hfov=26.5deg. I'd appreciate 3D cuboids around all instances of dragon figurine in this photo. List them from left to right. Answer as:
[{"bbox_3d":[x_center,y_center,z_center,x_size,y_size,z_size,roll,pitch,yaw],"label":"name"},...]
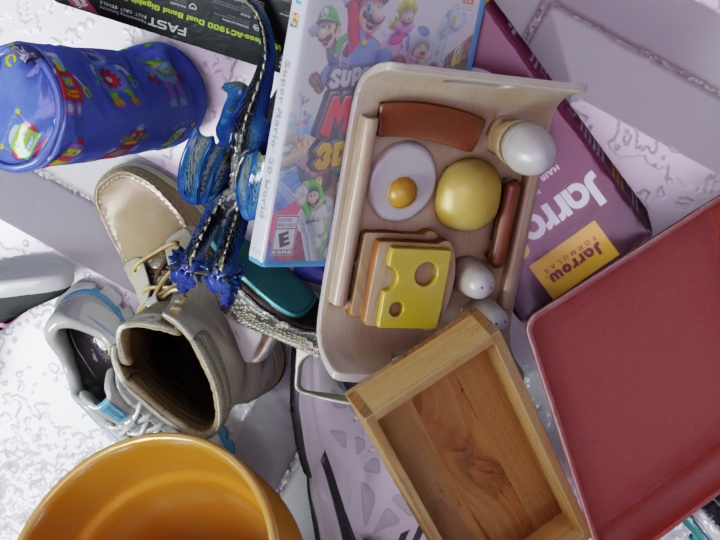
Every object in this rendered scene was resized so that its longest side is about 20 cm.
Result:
[{"bbox_3d":[-0.077,-0.069,0.955,0.059,0.100,0.200,18,131,4],"label":"dragon figurine"}]

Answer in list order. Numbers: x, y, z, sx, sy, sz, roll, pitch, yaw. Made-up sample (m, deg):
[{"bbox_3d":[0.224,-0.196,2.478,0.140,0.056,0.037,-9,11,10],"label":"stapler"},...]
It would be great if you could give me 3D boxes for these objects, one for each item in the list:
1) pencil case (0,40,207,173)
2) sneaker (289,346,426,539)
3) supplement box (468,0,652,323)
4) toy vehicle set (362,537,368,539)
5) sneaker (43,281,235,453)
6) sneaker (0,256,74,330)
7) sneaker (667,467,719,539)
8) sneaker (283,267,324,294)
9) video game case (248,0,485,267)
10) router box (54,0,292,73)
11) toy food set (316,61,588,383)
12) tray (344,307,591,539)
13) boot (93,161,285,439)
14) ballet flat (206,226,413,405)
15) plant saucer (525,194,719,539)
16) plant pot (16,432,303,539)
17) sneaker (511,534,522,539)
[{"bbox_3d":[-0.182,-0.114,1.018,0.078,0.200,0.087,-39,82,23],"label":"pencil case"},{"bbox_3d":[0.014,0.127,1.110,0.115,0.076,0.201,-9,111,3],"label":"sneaker"},{"bbox_3d":[0.097,-0.080,1.040,0.110,0.086,0.200,-36,95,13],"label":"supplement box"},{"bbox_3d":[0.010,0.298,1.131,0.124,0.027,0.200,31,123,0],"label":"toy vehicle set"},{"bbox_3d":[-0.168,0.104,1.119,0.075,0.087,0.200,-38,96,12],"label":"sneaker"},{"bbox_3d":[-0.291,0.053,1.137,0.200,0.071,0.099,-13,102,17],"label":"sneaker"},{"bbox_3d":[0.261,0.225,1.090,0.080,0.078,0.200,-29,95,25],"label":"sneaker"},{"bbox_3d":[0.000,-0.001,1.081,0.115,0.081,0.200,-6,122,37],"label":"sneaker"},{"bbox_3d":[0.008,-0.100,0.945,0.018,0.143,0.201,26,110,47],"label":"video game case"},{"bbox_3d":[-0.083,-0.211,1.003,0.200,0.150,0.062,19,136,4],"label":"router box"},{"bbox_3d":[0.059,-0.026,0.945,0.143,0.060,0.201,2,107,-28],"label":"toy food set"},{"bbox_3d":[0.074,0.127,0.986,0.099,0.037,0.200,-33,127,-8],"label":"tray"},{"bbox_3d":[-0.137,0.017,1.058,0.072,0.155,0.200,-34,91,17],"label":"boot"},{"bbox_3d":[-0.035,0.046,1.029,0.200,0.068,0.075,27,110,8],"label":"ballet flat"},{"bbox_3d":[0.201,0.068,1.022,0.200,0.037,0.200,-31,115,-24],"label":"plant saucer"},{"bbox_3d":[-0.107,0.234,1.021,0.200,0.183,0.201,-11,59,20],"label":"plant pot"},{"bbox_3d":[0.134,0.252,1.104,0.076,0.088,0.200,-32,95,13],"label":"sneaker"}]
